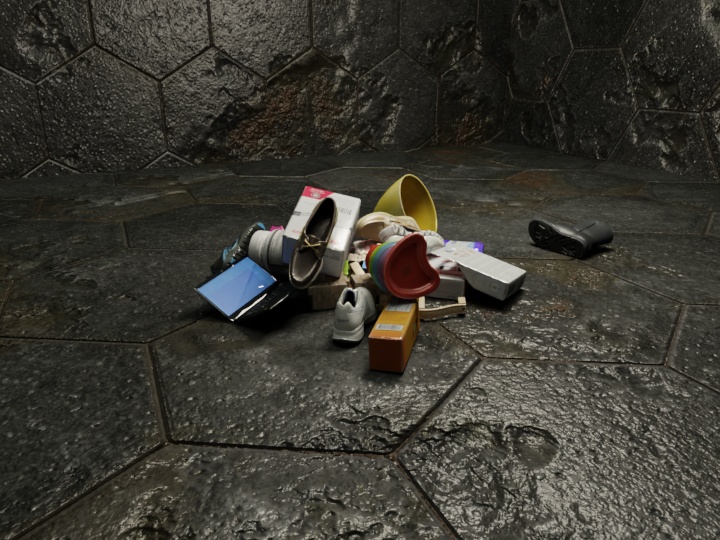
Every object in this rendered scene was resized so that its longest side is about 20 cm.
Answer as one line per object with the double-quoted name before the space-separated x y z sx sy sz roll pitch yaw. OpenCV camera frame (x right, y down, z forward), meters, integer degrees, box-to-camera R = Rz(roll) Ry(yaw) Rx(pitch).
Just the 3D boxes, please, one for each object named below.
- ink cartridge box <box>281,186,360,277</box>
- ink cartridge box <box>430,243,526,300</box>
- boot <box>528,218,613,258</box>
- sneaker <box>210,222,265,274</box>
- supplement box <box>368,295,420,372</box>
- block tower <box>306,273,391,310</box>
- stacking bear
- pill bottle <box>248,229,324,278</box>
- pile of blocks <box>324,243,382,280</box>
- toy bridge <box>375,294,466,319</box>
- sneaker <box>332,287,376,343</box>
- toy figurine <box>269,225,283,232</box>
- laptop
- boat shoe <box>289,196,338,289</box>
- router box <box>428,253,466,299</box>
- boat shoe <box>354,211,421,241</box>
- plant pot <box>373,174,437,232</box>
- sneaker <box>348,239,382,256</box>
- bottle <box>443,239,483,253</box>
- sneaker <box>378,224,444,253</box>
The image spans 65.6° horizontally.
"ink cartridge box" -0.089 -0.093 1.299 0.141 0.085 0.203 14 43 2
"ink cartridge box" 0.274 -0.001 1.313 0.196 0.049 0.159 23 21 26
"boot" 0.614 -0.109 1.632 0.165 0.078 0.198 -20 35 -35
"sneaker" -0.316 -0.059 1.456 0.080 0.075 0.201 -1 36 30
"supplement box" 0.068 0.113 1.054 0.067 0.069 0.200 2 19 17
"block tower" -0.026 0.045 1.256 0.194 0.060 0.054 -4 20 -16
"stacking bear" 0.067 -0.012 1.170 0.112 0.124 0.200 -27 14 -11
"pill bottle" -0.176 -0.043 1.408 0.194 0.117 0.114 8 21 21
"pile of blocks" 0.000 0.000 1.364 0.195 0.063 0.083 -18 51 -16
"toy bridge" 0.129 0.080 1.200 0.193 0.028 0.067 1 21 5
"sneaker" -0.008 0.071 1.137 0.072 0.090 0.201 2 19 9
"toy figurine" -0.172 -0.091 1.554 0.179 0.155 0.200 -13 0 -9
"laptop" -0.222 0.022 1.201 0.197 0.105 0.177 -18 15 40
"boat shoe" -0.098 -0.061 1.166 0.070 0.204 0.060 22 -22 3
"router box" 0.167 0.007 1.366 0.194 0.050 0.180 6 21 16
"boat shoe" 0.077 -0.106 1.454 0.195 0.073 0.065 -5 37 -30
"plant pot" 0.120 -0.162 1.667 0.140 0.205 0.199 -20 5 35
"sneaker" 0.024 -0.061 1.510 0.101 0.077 0.201 7 25 5
"bottle" 0.227 -0.045 1.481 0.194 0.067 0.084 5 21 15
"sneaker" 0.131 -0.054 1.369 0.196 0.075 0.083 4 59 -36
